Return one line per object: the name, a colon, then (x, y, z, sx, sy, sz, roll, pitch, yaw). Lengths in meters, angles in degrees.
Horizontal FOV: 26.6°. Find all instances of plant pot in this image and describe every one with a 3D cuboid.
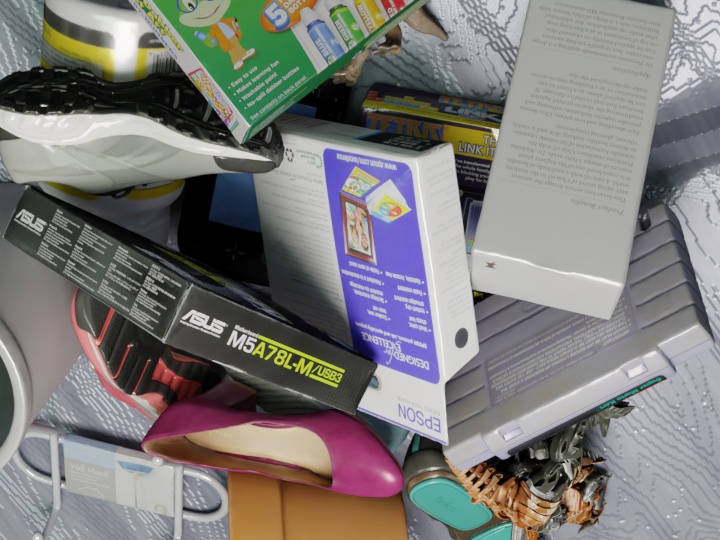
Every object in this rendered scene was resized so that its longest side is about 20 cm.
plant pot: (-0.033, 0.241, 1.210, 0.138, 0.201, 0.203, -4, 114, -4)

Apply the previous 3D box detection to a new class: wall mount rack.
wall mount rack: (-0.209, 0.173, 1.257, 0.197, 0.075, 0.175, 12, 132, 7)

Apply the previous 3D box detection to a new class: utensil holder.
utensil holder: (-0.296, 0.043, 1.161, 0.168, 0.200, 0.172, 5, 114, 10)

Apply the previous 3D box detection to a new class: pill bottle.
pill bottle: (-0.180, -0.110, 1.114, 0.113, 0.115, 0.202, 13, 116, 6)

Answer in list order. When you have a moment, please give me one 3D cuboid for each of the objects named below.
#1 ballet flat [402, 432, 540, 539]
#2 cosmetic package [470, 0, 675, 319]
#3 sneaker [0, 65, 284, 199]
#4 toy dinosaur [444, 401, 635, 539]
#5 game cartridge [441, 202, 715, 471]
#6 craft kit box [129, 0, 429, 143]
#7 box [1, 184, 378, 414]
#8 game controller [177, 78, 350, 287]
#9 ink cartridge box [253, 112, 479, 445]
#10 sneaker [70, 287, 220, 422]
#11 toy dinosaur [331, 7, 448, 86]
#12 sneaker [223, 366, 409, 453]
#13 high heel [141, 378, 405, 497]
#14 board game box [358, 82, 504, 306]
ballet flat: (0.095, 0.186, 1.205, 0.067, 0.069, 0.200, -21, 133, 17)
cosmetic package: (0.141, -0.081, 1.015, 0.100, 0.202, 0.071, 13, 161, 7)
sneaker: (-0.150, -0.087, 1.032, 0.197, 0.074, 0.080, 5, 127, -1)
toy dinosaur: (0.135, 0.147, 1.137, 0.101, 0.200, 0.137, 20, 93, 21)
game cartridge: (0.140, 0.048, 1.046, 0.199, 0.131, 0.038, -29, 131, 22)
craft kit box: (-0.061, -0.221, 0.992, 0.199, 0.049, 0.198, -39, 87, -16)
box: (-0.114, 0.020, 1.030, 0.199, 0.192, 0.048, 27, 89, 43)
game controller: (-0.073, -0.082, 1.144, 0.103, 0.042, 0.202, 17, 117, 4)
ink cartridge box: (0.000, 0.000, 1.058, 0.197, 0.043, 0.203, 17, 119, 50)
sneaker: (-0.186, 0.069, 1.184, 0.086, 0.074, 0.201, 11, 152, 28)
toy dinosaur: (-0.030, -0.208, 1.061, 0.197, 0.086, 0.137, 2, 76, -8)
sneaker: (-0.041, 0.075, 1.202, 0.200, 0.082, 0.074, 43, 143, 13)
high heel: (-0.066, 0.141, 1.129, 0.198, 0.096, 0.068, 14, 122, 36)
board game box: (0.090, -0.036, 1.121, 0.197, 0.057, 0.167, 11, 114, 6)
